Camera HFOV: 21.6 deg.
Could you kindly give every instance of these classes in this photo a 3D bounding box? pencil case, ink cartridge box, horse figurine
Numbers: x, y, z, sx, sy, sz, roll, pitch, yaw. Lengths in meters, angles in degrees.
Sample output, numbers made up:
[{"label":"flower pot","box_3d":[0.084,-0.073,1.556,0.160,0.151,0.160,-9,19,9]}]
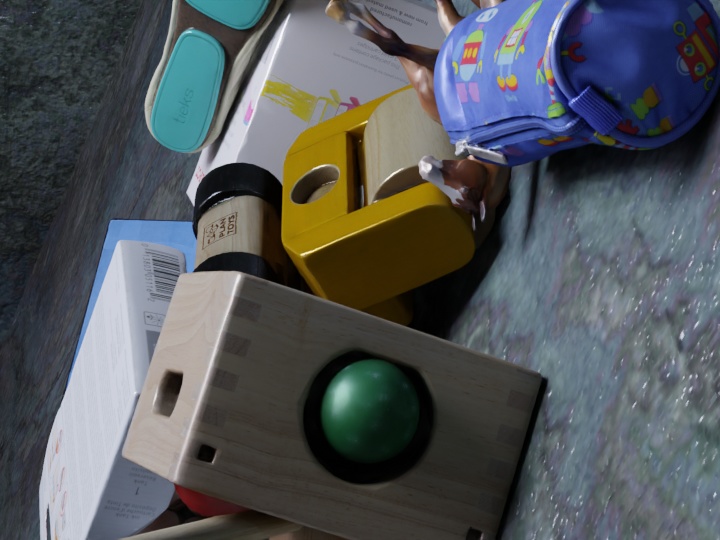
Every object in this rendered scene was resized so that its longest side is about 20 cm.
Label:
[{"label":"pencil case","box_3d":[0.092,-0.090,0.875,0.087,0.078,0.200,-56,13,-8]},{"label":"ink cartridge box","box_3d":[-0.023,-0.086,1.201,0.129,0.125,0.201,-127,57,-73]},{"label":"ink cartridge box","box_3d":[-0.146,0.107,1.127,0.160,0.047,0.201,-107,33,-55]},{"label":"horse figurine","box_3d":[0.050,-0.123,1.023,0.050,0.132,0.200,-47,8,35]}]

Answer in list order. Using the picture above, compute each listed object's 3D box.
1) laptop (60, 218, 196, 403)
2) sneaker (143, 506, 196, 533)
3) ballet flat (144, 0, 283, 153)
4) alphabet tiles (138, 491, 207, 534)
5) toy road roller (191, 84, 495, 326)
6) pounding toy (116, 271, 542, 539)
[{"label":"laptop","box_3d":[-0.153,0.015,1.579,0.200,0.115,0.188,133,151,-58]},{"label":"sneaker","box_3d":[-0.121,0.208,1.219,0.082,0.074,0.201,144,144,-63]},{"label":"ballet flat","box_3d":[-0.082,-0.159,1.152,0.070,0.069,0.200,-87,21,-47]},{"label":"alphabet tiles","box_3d":[-0.109,0.103,1.193,0.199,0.015,0.196,8,69,36]},{"label":"toy road roller","box_3d":[0.000,0.000,1.088,0.199,0.146,0.123,-25,34,17]},{"label":"pounding toy","box_3d":[-0.032,0.087,0.904,0.200,0.183,0.143,178,110,-74]}]
